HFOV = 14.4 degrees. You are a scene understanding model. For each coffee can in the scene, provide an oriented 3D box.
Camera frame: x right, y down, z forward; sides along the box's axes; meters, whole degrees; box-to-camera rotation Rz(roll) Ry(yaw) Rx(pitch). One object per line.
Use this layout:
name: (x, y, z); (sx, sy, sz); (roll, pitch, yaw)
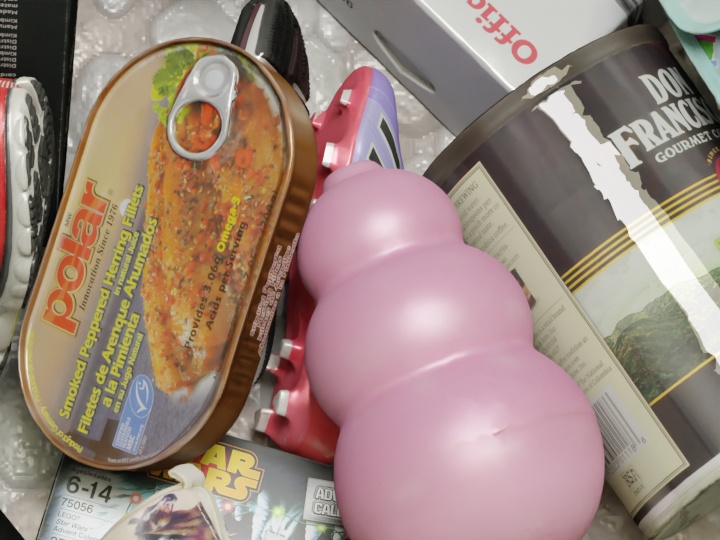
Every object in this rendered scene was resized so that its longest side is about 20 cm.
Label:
coffee can: (0.139, 0.007, 1.356); (0.146, 0.146, 0.201); (-31, 77, -17)

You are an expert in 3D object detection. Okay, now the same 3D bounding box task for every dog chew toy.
dog chew toy: (0.030, 0.045, 1.295); (0.124, 0.125, 0.201); (-19, 75, -14)

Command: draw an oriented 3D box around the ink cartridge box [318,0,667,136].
ink cartridge box: (0.093, -0.175, 1.449); (0.145, 0.084, 0.200); (44, 70, 9)

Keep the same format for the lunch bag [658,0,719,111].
lunch bag: (0.238, -0.117, 1.312); (0.170, 0.122, 0.201); (-32, 73, 15)

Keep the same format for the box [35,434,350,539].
box: (-0.056, 0.151, 1.331); (0.199, 0.040, 0.138); (16, 67, -2)

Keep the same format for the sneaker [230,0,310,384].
sneaker: (-0.094, -0.041, 1.368); (0.115, 0.076, 0.201); (2, 67, 18)

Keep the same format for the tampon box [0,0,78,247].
tampon box: (-0.192, -0.132, 1.314); (0.125, 0.201, 0.151); (4, 51, -6)

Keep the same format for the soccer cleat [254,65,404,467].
soccer cleat: (0.000, 0.000, 1.388); (0.076, 0.067, 0.201); (17, 68, -19)

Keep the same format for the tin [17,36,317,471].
tin: (-0.088, -0.006, 1.303); (0.111, 0.042, 0.201); (18, 89, 22)

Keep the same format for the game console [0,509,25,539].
game console: (-0.246, 0.165, 1.285); (0.175, 0.117, 0.200); (-23, 62, -41)

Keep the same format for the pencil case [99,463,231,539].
pencil case: (-0.047, 0.182, 1.239); (0.089, 0.078, 0.200); (-42, 67, 7)

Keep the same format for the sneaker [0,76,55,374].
sneaker: (-0.188, -0.012, 1.286); (0.084, 0.200, 0.077); (13, 48, -10)
